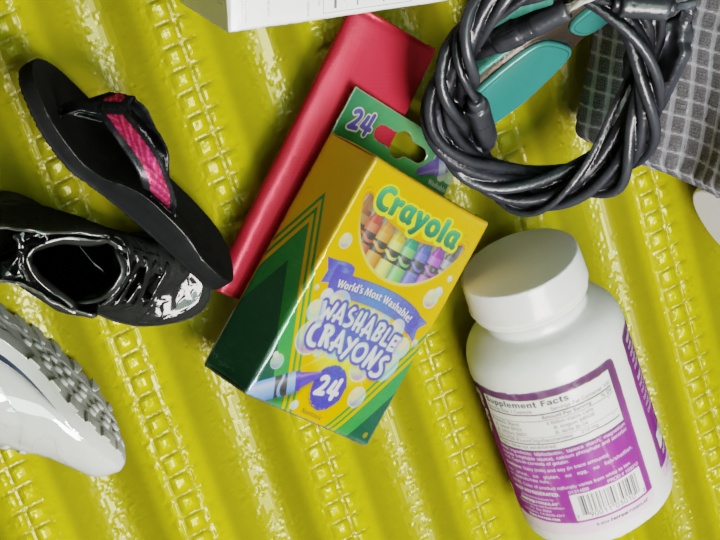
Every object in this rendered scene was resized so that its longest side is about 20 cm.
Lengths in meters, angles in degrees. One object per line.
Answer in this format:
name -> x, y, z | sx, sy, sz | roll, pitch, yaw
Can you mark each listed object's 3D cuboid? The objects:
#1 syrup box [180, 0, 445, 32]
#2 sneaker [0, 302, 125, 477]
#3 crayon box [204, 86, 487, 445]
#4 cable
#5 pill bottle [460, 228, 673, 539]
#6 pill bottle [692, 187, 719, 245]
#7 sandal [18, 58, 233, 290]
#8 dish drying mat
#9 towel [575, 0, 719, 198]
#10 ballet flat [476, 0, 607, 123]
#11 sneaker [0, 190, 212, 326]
syrup box -> -0.007, -0.204, 1.336 | 0.198, 0.079, 0.082 | -12, 115, -24
sneaker -> -0.225, 0.070, 1.324 | 0.081, 0.076, 0.200 | -46, 118, 6
crayon box -> 0.000, 0.000, 1.410 | 0.125, 0.051, 0.201 | 27, 92, -47
cable -> 0.118, -0.108, 1.387 | 0.162, 0.051, 0.201 | 4, 135, -22
pill bottle -> 0.136, 0.077, 1.491 | 0.112, 0.112, 0.201 | -29, 118, -17
pill bottle -> 0.331, -0.091, 1.541 | 0.200, 0.111, 0.112 | -42, 121, -11
sandal -> -0.130, -0.066, 1.316 | 0.045, 0.075, 0.200 | -32, 128, 19
dish drying mat -> -0.024, -0.067, 1.407 | 0.076, 0.018, 0.201 | 24, 95, -42
towel -> 0.229, -0.149, 1.429 | 0.085, 0.165, 0.202 | -8, 114, -49
ballet flat -> 0.120, -0.169, 1.419 | 0.200, 0.071, 0.067 | -38, 156, 22
sneaker -> -0.160, 0.001, 1.308 | 0.199, 0.104, 0.060 | 21, 96, -32
